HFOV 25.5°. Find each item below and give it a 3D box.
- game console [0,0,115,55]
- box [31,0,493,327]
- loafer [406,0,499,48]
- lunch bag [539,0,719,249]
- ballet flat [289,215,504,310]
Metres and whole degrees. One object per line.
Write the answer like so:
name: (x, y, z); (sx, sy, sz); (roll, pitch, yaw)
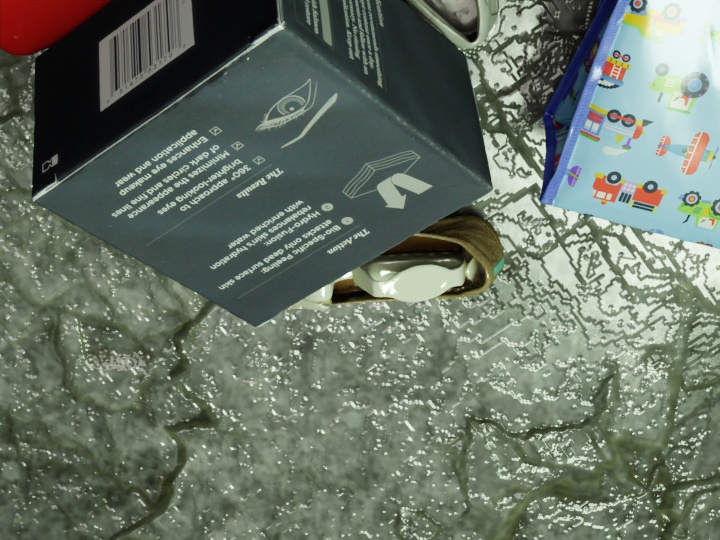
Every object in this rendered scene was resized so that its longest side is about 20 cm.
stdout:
game console: (-0.178, -0.257, 0.936); (0.171, 0.119, 0.201); (-18, 127, 16)
box: (-0.060, -0.088, 0.952); (0.196, 0.118, 0.200); (-29, 139, 27)
loafer: (0.028, -0.227, 0.984); (0.070, 0.070, 0.201); (-32, 109, 12)
lunch bag: (0.212, -0.121, 0.980); (0.149, 0.095, 0.201); (14, 135, -6)
ballet flat: (0.000, 0.000, 1.075); (0.198, 0.072, 0.068); (-1, 112, 0)
